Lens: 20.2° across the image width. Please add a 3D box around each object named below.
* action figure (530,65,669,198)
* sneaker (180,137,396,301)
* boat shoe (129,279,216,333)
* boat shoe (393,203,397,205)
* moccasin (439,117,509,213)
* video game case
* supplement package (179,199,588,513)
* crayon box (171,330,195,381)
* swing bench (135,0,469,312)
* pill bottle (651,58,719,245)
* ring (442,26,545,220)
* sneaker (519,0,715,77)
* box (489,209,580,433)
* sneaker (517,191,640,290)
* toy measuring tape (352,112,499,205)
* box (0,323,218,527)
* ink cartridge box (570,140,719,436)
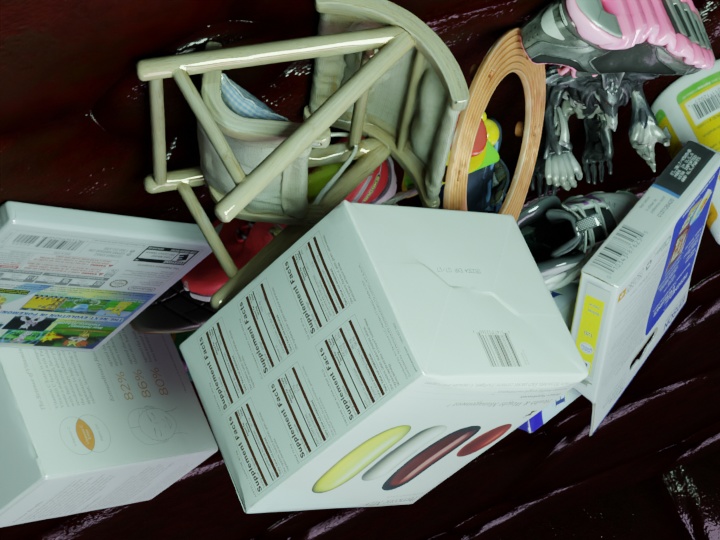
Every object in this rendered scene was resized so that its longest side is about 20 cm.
[{"bbox_3d":[0.204,-0.122,1.729,0.119,0.102,0.200,-10,162,-8],"label":"action figure"},{"bbox_3d":[-0.068,-0.051,1.633,0.200,0.077,0.085,-33,151,2],"label":"sneaker"},{"bbox_3d":[-0.105,0.004,1.715,0.200,0.076,0.074,-22,168,-10],"label":"boat shoe"},{"bbox_3d":[0.000,0.000,1.737,0.200,0.071,0.065,-76,-177,-62],"label":"boat shoe"},{"bbox_3d":[0.102,-0.071,1.765,0.068,0.081,0.200,-21,163,-4],"label":"moccasin"},{"bbox_3d":[-0.240,0.009,1.579,0.200,0.022,0.182,6,146,-44],"label":"video game case"},{"bbox_3d":[0.016,0.066,1.478,0.191,0.147,0.200,3,145,-47],"label":"supplement package"},{"bbox_3d":[-0.081,0.041,1.880,0.200,0.058,0.119,-9,156,-43],"label":"crayon box"},{"bbox_3d":[-0.042,-0.093,1.433,0.200,0.130,0.199,-26,163,-14],"label":"swing bench"},{"bbox_3d":[0.359,-0.089,1.868,0.111,0.200,0.111,-23,163,-7],"label":"pill bottle"},{"bbox_3d":[0.102,-0.094,1.594,0.019,0.201,0.200,14,176,21],"label":"ring"},{"bbox_3d":[0.202,-0.184,1.601,0.200,0.079,0.095,7,149,-46],"label":"sneaker"},{"bbox_3d":[0.136,0.039,1.863,0.200,0.184,0.105,-33,129,-43],"label":"box"},{"bbox_3d":[0.185,-0.031,1.732,0.200,0.078,0.140,-25,173,-23],"label":"sneaker"},{"bbox_3d":[0.041,-0.095,1.602,0.200,0.074,0.074,-24,167,-44],"label":"toy measuring tape"},{"bbox_3d":[-0.248,0.121,1.723,0.200,0.152,0.106,-4,154,-49],"label":"box"},{"bbox_3d":[0.245,0.015,1.787,0.198,0.047,0.200,-48,158,-36],"label":"ink cartridge box"}]
